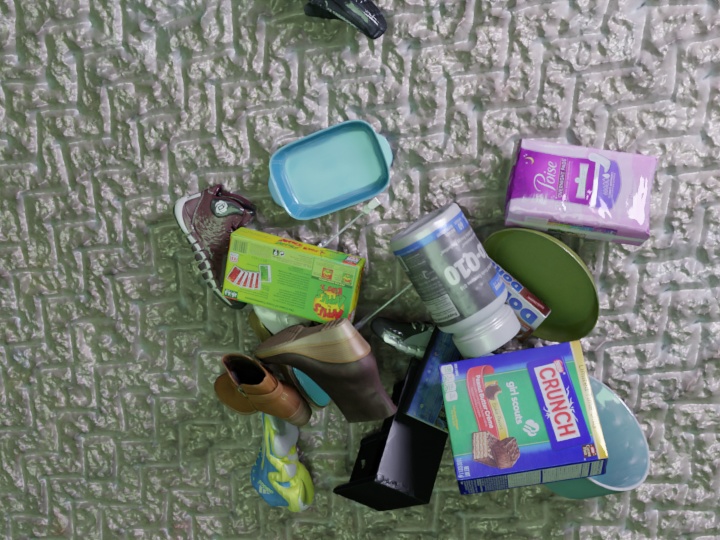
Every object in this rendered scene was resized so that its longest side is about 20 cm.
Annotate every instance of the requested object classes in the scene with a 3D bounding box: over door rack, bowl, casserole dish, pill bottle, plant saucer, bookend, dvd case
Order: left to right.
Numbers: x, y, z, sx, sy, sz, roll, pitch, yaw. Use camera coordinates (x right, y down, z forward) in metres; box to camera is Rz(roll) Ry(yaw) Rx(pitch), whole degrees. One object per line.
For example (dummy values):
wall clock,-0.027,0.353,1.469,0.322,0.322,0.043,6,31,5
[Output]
casserole dish,-0.044,-0.154,1.249,0.199,0.039,0.121,-19,102,17
over door rack,0.000,0.000,1.268,0.200,0.067,0.148,-38,95,19
bookend,0.057,0.264,1.299,0.092,0.199,0.201,25,65,-11
pill bottle,0.136,0.017,1.162,0.114,0.114,0.200,-29,97,18
dvd case,0.168,0.182,1.234,0.200,0.018,0.143,28,78,-24
plant saucer,0.261,0.017,1.194,0.200,0.031,0.200,31,143,26
bowl,0.319,0.259,1.231,0.201,0.201,0.105,35,130,0

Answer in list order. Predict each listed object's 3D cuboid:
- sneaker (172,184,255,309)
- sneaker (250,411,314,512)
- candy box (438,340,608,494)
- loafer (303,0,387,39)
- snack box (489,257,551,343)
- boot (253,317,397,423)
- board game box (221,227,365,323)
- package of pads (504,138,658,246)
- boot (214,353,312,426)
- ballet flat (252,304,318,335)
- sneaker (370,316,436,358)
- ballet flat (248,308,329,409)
sneaker,-0.202,-0.044,1.295,0.115,0.076,0.200,-26,99,14
sneaker,-0.153,0.315,1.387,0.105,0.076,0.201,-15,92,26
candy box,0.218,0.200,1.119,0.199,0.077,0.170,-10,60,5
loafer,-0.050,-0.388,1.170,0.200,0.068,0.070,39,117,4
snack box,0.185,0.019,1.224,0.200,0.024,0.072,41,137,11
boot,-0.056,0.162,1.231,0.200,0.072,0.167,-15,109,37
board game box,-0.101,0.010,1.233,0.199,0.048,0.102,14,109,9
package of pads,0.307,-0.111,1.151,0.199,0.076,0.121,10,73,8
boot,-0.184,0.179,1.292,0.200,0.155,0.077,20,70,35
ballet flat,-0.082,0.098,1.298,0.069,0.069,0.200,-37,108,18
sneaker,0.120,0.081,1.261,0.199,0.075,0.116,23,101,-19
ballet flat,-0.117,0.140,1.344,0.063,0.069,0.200,-23,98,44
